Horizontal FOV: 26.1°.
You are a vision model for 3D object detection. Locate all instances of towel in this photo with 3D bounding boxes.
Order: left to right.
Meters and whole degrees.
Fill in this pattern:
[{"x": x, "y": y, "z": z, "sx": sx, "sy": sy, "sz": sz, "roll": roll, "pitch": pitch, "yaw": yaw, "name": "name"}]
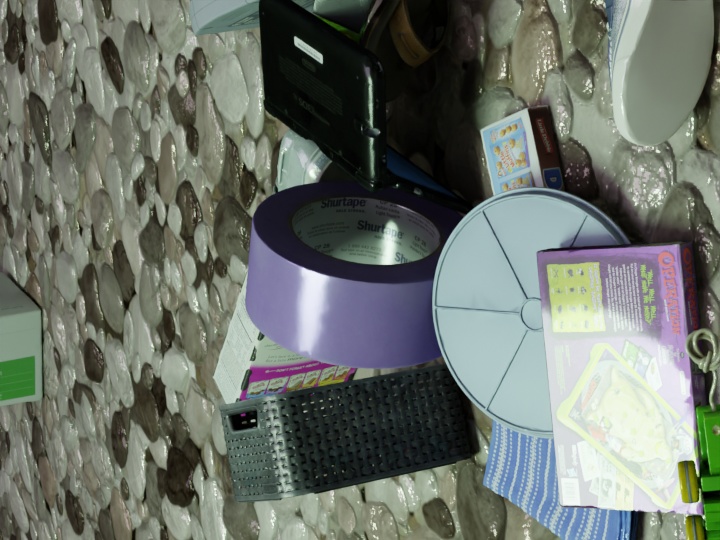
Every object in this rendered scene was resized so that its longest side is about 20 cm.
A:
[{"x": 0.165, "y": 0.155, "z": 1.296, "sx": 0.200, "sy": 0.024, "sz": 0.145, "roll": 31, "pitch": 123, "yaw": 55, "name": "towel"}]

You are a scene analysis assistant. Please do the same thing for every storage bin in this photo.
[{"x": -0.014, "y": 0.149, "z": 1.433, "sx": 0.135, "sy": 0.200, "sz": 0.094, "roll": -18, "pitch": 82, "yaw": 61, "name": "storage bin"}]

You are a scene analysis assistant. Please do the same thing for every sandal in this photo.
[{"x": 0.052, "y": -0.221, "z": 1.361, "sx": 0.054, "sy": 0.080, "sz": 0.200, "roll": 42, "pitch": 132, "yaw": 20, "name": "sandal"}]

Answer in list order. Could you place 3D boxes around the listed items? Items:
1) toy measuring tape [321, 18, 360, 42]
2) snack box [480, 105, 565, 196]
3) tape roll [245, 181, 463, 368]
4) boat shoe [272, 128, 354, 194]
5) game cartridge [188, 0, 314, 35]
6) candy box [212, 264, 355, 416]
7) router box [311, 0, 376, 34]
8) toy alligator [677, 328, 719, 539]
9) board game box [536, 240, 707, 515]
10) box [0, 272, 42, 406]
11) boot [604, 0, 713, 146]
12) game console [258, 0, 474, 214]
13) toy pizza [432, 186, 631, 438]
[{"x": -0.051, "y": -0.191, "z": 1.545, "sx": 0.074, "sy": 0.073, "sz": 0.200, "roll": 61, "pitch": 145, "yaw": 33, "name": "toy measuring tape"}, {"x": 0.145, "y": -0.029, "z": 1.279, "sx": 0.072, "sy": 0.024, "sz": 0.200, "roll": -19, "pitch": 81, "yaw": 60, "name": "snack box"}, {"x": 0.000, "y": 0.000, "z": 1.370, "sx": 0.200, "sy": 0.200, "sz": 0.085, "roll": 42, "pitch": 132, "yaw": 49, "name": "tape roll"}, {"x": -0.049, "y": -0.077, "z": 1.522, "sx": 0.072, "sy": 0.070, "sz": 0.201, "roll": 42, "pitch": 158, "yaw": 17, "name": "boat shoe"}, {"x": -0.086, "y": -0.270, "z": 1.521, "sx": 0.200, "sy": 0.133, "sz": 0.042, "roll": -8, "pitch": 90, "yaw": 61, "name": "game cartridge"}, {"x": -0.058, "y": 0.053, "z": 1.555, "sx": 0.061, "sy": 0.136, "sz": 0.200, "roll": 59, "pitch": 143, "yaw": 33, "name": "candy box"}, {"x": 0.026, "y": -0.320, "z": 1.303, "sx": 0.149, "sy": 0.051, "sz": 0.200, "roll": -68, "pitch": 2, "yaw": -47, "name": "router box"}, {"x": 0.255, "y": 0.137, "z": 1.102, "sx": 0.054, "sy": 0.059, "sz": 0.200, "roll": -17, "pitch": -81, "yaw": -78, "name": "toy alligator"}, {"x": 0.198, "y": 0.080, "z": 1.165, "sx": 0.120, "sy": 0.032, "sz": 0.200, "roll": -1, "pitch": 96, "yaw": 39, "name": "board game box"}, {"x": -0.651, "y": 0.121, "z": 2.583, "sx": 0.200, "sy": 0.199, "sz": 0.172, "roll": 31, "pitch": 124, "yaw": 53, "name": "box"}, {"x": 0.201, "y": -0.193, "z": 1.102, "sx": 0.090, "sy": 0.073, "sz": 0.200, "roll": -145, "pitch": 61, "yaw": -62, "name": "boot"}, {"x": 0.006, "y": -0.148, "z": 1.373, "sx": 0.200, "sy": 0.116, "sz": 0.176, "roll": 40, "pitch": 140, "yaw": 48, "name": "game console"}, {"x": 0.145, "y": 0.033, "z": 1.233, "sx": 0.200, "sy": 0.032, "sz": 0.200, "roll": 7, "pitch": 101, "yaw": 36, "name": "toy pizza"}]
